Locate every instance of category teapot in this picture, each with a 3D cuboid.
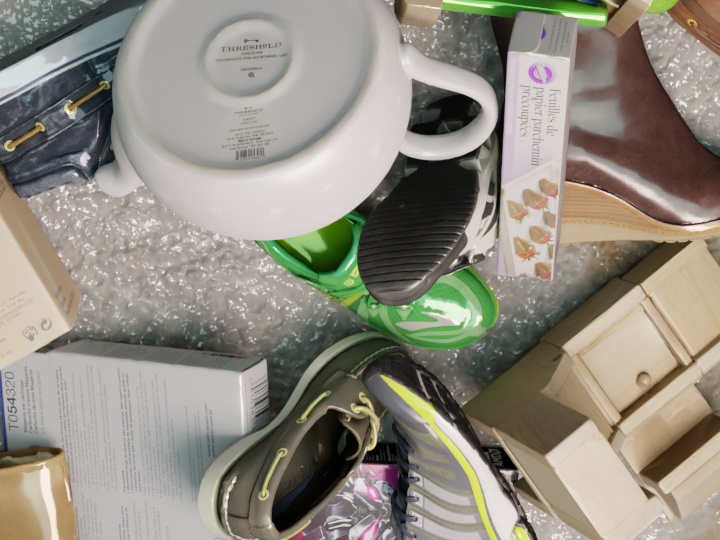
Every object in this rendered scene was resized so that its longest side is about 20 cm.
[{"bbox_3d":[-0.049,-0.095,1.325,0.200,0.146,0.198,37,77,26],"label":"teapot"}]

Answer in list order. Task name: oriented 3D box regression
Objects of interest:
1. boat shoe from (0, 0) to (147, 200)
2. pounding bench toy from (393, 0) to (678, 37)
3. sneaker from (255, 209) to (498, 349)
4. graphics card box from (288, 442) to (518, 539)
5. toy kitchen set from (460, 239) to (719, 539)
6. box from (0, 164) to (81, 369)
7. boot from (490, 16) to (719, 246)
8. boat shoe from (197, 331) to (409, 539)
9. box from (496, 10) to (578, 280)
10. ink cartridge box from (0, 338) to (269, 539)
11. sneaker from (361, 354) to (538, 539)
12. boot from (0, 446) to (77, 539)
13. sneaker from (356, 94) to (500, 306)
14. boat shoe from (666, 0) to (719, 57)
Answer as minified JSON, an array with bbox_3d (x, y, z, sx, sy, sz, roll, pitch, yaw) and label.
[{"bbox_3d":[-0.160,-0.125,1.400,0.199,0.071,0.091,-25,108,9],"label":"boat shoe"},{"bbox_3d":[0.132,-0.206,1.325,0.156,0.124,0.201,32,89,0],"label":"pounding bench toy"},{"bbox_3d":[0.000,0.000,1.426,0.199,0.084,0.074,28,102,-9],"label":"sneaker"},{"bbox_3d":[0.008,0.185,1.492,0.199,0.051,0.126,4,104,-5],"label":"graphics card box"},{"bbox_3d":[0.210,0.105,1.396,0.200,0.180,0.164,-39,104,-8],"label":"toy kitchen set"},{"bbox_3d":[-0.270,-0.038,1.401,0.077,0.095,0.201,-29,105,5],"label":"box"},{"bbox_3d":[0.189,-0.105,1.411,0.199,0.072,0.167,-7,107,3],"label":"boot"},{"bbox_3d":[-0.023,0.111,1.409,0.060,0.202,0.072,9,128,39],"label":"boat shoe"},{"bbox_3d":[0.110,-0.075,1.341,0.038,0.042,0.201,7,139,8],"label":"box"},{"bbox_3d":[-0.152,0.149,1.465,0.199,0.043,0.198,6,107,27],"label":"ink cartridge box"},{"bbox_3d":[0.049,0.142,1.404,0.081,0.074,0.200,-31,117,3],"label":"sneaker"},{"bbox_3d":[-0.263,0.231,1.484,0.174,0.066,0.201,-10,101,11],"label":"boot"},{"bbox_3d":[0.057,-0.025,1.370,0.074,0.200,0.089,-2,125,23],"label":"sneaker"},{"bbox_3d":[0.285,-0.142,1.416,0.200,0.072,0.067,38,133,-19],"label":"boat shoe"}]
